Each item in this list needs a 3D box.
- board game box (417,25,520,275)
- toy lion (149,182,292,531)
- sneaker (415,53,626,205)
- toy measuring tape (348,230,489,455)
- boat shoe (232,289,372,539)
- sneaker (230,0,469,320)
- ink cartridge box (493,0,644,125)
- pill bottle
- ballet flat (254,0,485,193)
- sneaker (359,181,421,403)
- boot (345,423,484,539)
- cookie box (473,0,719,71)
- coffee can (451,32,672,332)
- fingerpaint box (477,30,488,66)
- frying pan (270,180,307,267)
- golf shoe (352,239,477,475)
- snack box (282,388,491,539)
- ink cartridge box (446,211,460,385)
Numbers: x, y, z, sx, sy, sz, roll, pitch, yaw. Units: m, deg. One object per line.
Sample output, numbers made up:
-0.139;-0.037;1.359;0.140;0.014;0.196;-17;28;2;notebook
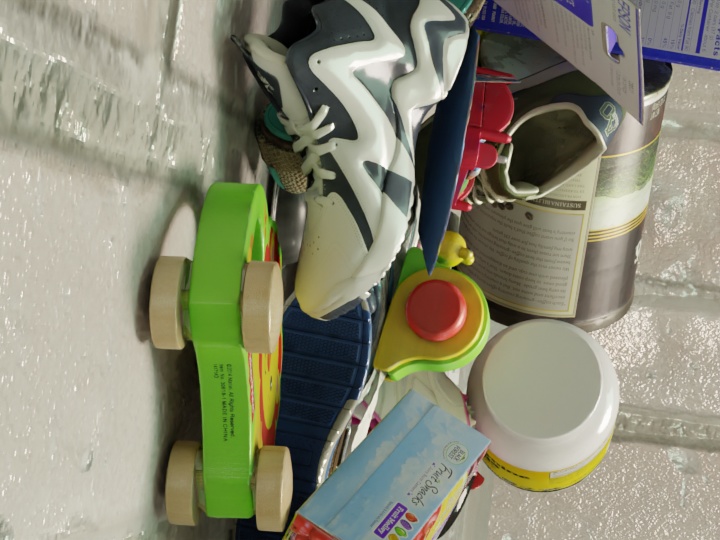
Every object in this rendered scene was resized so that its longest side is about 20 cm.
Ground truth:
0.074;-0.084;1.316;0.200;0.039;0.159;-96;-164;-76;board game box
-0.066;0.034;1.111;0.192;0.068;0.201;-84;174;-52;toy lion
0.097;-0.081;1.397;0.067;0.200;0.090;53;29;-23;sneaker
0.044;0.069;1.361;0.074;0.073;0.201;64;41;-74;toy measuring tape
-0.041;0.100;1.298;0.072;0.072;0.201;31;76;-85;boat shoe
-0.029;-0.081;1.141;0.200;0.129;0.079;-67;-153;5;sneaker
0.114;-0.196;1.253;0.043;0.200;0.198;-46;163;-6;ink cartridge box
0.135;0.099;1.487;0.200;0.112;0.113;70;28;-75;pill bottle
0.009;-0.123;1.251;0.200;0.068;0.075;-46;153;-22;ballet flat
0.000;0.000;1.374;0.086;0.077;0.201;123;-25;-87;sneaker
0.041;0.097;1.523;0.072;0.144;0.201;-14;-122;57;boot
0.185;-0.202;1.435;0.171;0.199;0.076;-35;134;-69;cookie box
0.151;-0.073;1.529;0.147;0.146;0.201;-69;167;-57;coffee can
0.069;-0.251;1.507;0.167;0.073;0.201;-52;150;-63;fingerpaint box
-0.031;-0.068;1.357;0.190;0.031;0.115;-55;153;-68;frying pan
0.025;0.063;1.437;0.075;0.091;0.201;96;-17;-77;golf shoe
-0.015;0.192;1.185;0.169;0.068;0.200;-42;163;-57;snack box
0.037;0.022;1.652;0.200;0.087;0.146;18;78;-82;ink cartridge box
